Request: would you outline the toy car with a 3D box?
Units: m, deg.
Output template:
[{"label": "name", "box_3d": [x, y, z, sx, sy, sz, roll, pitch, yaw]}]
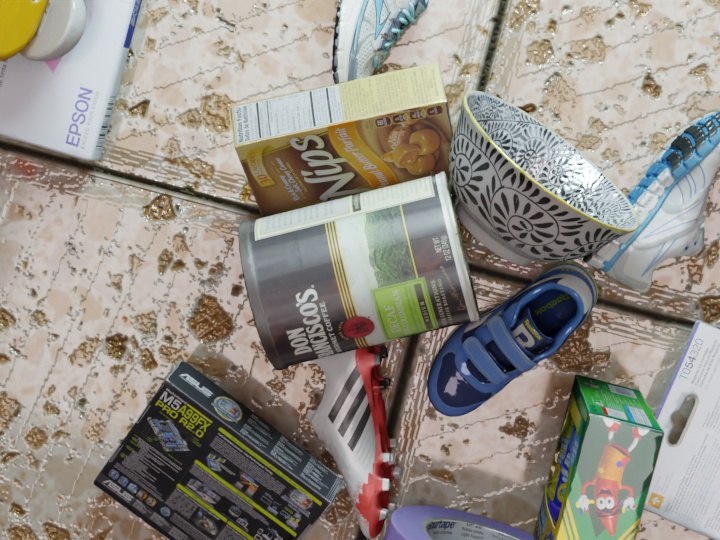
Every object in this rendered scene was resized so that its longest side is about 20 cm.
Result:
[{"label": "toy car", "box_3d": [-0.328, -0.296, 1.380, 0.150, 0.175, 0.200, 30, 96, 36]}]

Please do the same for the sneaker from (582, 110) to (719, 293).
[{"label": "sneaker", "box_3d": [0.306, -0.063, 1.456, 0.087, 0.075, 0.200, 38, 103, -11]}]

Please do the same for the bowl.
[{"label": "bowl", "box_3d": [0.149, -0.068, 1.403, 0.201, 0.201, 0.094, 37, 112, -1]}]

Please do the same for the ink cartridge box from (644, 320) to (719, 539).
[{"label": "ink cartridge box", "box_3d": [0.380, 0.170, 1.485, 0.200, 0.043, 0.197, 23, 99, 3]}]

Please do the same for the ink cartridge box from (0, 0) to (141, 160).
[{"label": "ink cartridge box", "box_3d": [-0.326, -0.227, 1.477, 0.200, 0.043, 0.197, 16, 97, 0]}]

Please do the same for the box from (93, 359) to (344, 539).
[{"label": "box", "box_3d": [-0.141, 0.207, 1.493, 0.200, 0.044, 0.160, 36, 119, -1]}]

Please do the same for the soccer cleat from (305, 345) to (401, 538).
[{"label": "soccer cleat", "box_3d": [-0.010, 0.163, 1.500, 0.085, 0.069, 0.200, -4, 95, 15]}]

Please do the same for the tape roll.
[{"label": "tape roll", "box_3d": [0.111, 0.299, 1.436, 0.200, 0.200, 0.085, 17, 97, 2]}]

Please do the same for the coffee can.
[{"label": "coffee can", "box_3d": [0.000, 0.000, 1.436, 0.200, 0.146, 0.147, -14, 95, 5]}]

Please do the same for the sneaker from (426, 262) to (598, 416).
[{"label": "sneaker", "box_3d": [0.143, 0.068, 1.468, 0.200, 0.082, 0.074, -42, 94, 9]}]

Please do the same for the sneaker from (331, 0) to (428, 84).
[{"label": "sneaker", "box_3d": [0.020, -0.244, 1.444, 0.086, 0.078, 0.200, 7, 97, -1]}]

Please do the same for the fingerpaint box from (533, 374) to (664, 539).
[{"label": "fingerpaint box", "box_3d": [0.216, 0.200, 1.419, 0.073, 0.200, 0.167, 14, 98, 3]}]

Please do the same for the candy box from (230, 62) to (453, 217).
[{"label": "candy box", "box_3d": [-0.012, -0.121, 1.438, 0.200, 0.116, 0.055, -12, 54, 4]}]
